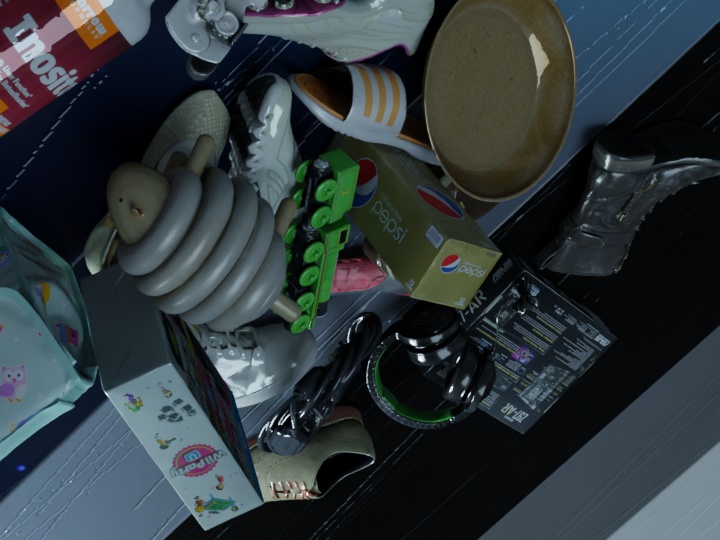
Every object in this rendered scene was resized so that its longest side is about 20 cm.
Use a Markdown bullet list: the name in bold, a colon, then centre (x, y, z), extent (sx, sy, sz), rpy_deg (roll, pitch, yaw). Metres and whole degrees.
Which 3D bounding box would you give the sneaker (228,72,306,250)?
- **sneaker**: centre (-0.076, -0.088, 1.138), extent (0.080, 0.076, 0.201), rpy_deg (-2, 134, -15)

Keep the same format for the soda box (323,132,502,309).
- **soda box**: centre (0.038, -0.055, 1.141), extent (0.067, 0.200, 0.064), rpy_deg (14, 119, -40)

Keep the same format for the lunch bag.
- **lunch bag**: centre (-0.310, 0.074, 1.057), extent (0.170, 0.200, 0.122), rpy_deg (-37, 134, 5)

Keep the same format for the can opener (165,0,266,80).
- **can opener**: centre (-0.082, -0.239, 0.990), extent (0.052, 0.066, 0.201), rpy_deg (37, 74, -12)

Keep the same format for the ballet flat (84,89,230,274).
- **ballet flat**: centre (-0.169, -0.063, 1.119), extent (0.067, 0.062, 0.201), rpy_deg (22, 113, -39)

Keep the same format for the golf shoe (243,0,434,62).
- **golf shoe**: centre (-0.026, -0.208, 1.076), extent (0.198, 0.076, 0.092), rpy_deg (-9, 136, -18)

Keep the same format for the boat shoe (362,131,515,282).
- **boat shoe**: centre (0.078, -0.077, 1.236), extent (0.202, 0.075, 0.075), rpy_deg (-45, 138, -22)

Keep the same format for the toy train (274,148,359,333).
- **toy train**: centre (-0.039, -0.023, 1.151), extent (0.056, 0.042, 0.201), rpy_deg (-24, 144, -33)

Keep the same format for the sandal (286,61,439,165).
- **sandal**: centre (0.020, -0.152, 1.145), extent (0.206, 0.079, 0.059), rpy_deg (13, 120, -46)

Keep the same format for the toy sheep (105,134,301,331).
- **toy sheep**: centre (-0.122, -0.020, 1.046), extent (0.199, 0.138, 0.138), rpy_deg (34, 106, -22)

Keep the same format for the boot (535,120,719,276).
- **boot**: centre (0.293, -0.069, 1.373), extent (0.198, 0.069, 0.175), rpy_deg (-2, 132, -22)

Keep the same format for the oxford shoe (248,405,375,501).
- **oxford shoe**: centre (-0.078, 0.217, 1.382), extent (0.199, 0.075, 0.071), rpy_deg (-28, 135, -5)

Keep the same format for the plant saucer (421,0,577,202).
- **plant saucer**: centre (0.119, -0.165, 1.170), extent (0.199, 0.035, 0.202), rpy_deg (-11, 107, -39)

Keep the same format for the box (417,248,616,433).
- **box**: centre (0.173, 0.083, 1.433), extent (0.160, 0.044, 0.199), rpy_deg (-47, 132, 13)

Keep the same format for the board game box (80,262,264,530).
- **board game box**: centre (-0.162, 0.106, 1.117), extent (0.064, 0.148, 0.201), rpy_deg (-25, 132, 0)

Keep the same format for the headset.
- **headset**: centre (0.098, 0.080, 1.337), extent (0.199, 0.094, 0.124), rpy_deg (-36, 107, 26)

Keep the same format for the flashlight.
- **flashlight**: centre (0.000, 0.000, 1.258), extent (0.198, 0.068, 0.068), rpy_deg (-4, 115, -26)

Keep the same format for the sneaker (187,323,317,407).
- **sneaker**: centre (-0.140, 0.075, 1.238), extent (0.198, 0.074, 0.116), rpy_deg (-21, 136, -11)

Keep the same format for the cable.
- **cable**: centre (-0.041, 0.118, 1.299), extent (0.164, 0.051, 0.200), rpy_deg (-54, 175, -22)

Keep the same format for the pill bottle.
- **pill bottle**: centre (-0.230, -0.193, 0.947), extent (0.199, 0.113, 0.113), rpy_deg (-35, 134, 1)
